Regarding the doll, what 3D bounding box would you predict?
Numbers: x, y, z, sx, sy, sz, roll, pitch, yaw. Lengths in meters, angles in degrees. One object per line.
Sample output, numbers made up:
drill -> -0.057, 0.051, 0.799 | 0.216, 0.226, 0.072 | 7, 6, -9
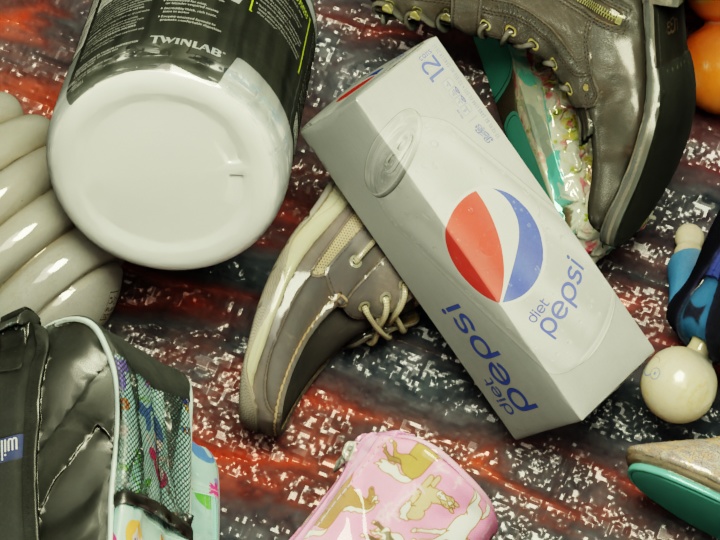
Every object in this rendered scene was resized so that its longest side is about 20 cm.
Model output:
doll -> 0.202, -0.012, 1.318 | 0.048, 0.136, 0.201 | 29, 85, -29

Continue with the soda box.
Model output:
soda box -> 0.059, -0.015, 1.302 | 0.063, 0.068, 0.201 | -39, 98, -30

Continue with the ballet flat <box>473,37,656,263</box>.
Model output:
ballet flat -> 0.104, -0.099, 1.380 | 0.063, 0.076, 0.201 | -15, 80, -14

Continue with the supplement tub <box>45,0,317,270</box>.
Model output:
supplement tub -> -0.087, -0.101, 1.314 | 0.121, 0.123, 0.201 | 5, 34, 3

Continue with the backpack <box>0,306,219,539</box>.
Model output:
backpack -> -0.157, 0.146, 1.226 | 0.177, 0.151, 0.201 | -21, 50, 24

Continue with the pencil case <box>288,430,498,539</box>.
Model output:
pencil case -> -0.018, 0.175, 1.274 | 0.086, 0.083, 0.200 | 30, 74, 27

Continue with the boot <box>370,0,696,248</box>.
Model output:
boot -> 0.086, -0.124, 1.315 | 0.173, 0.069, 0.202 | 13, 100, 22

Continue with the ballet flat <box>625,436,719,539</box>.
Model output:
ballet flat -> 0.231, 0.123, 1.300 | 0.199, 0.068, 0.068 | 30, 69, 1

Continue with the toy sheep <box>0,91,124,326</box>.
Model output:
toy sheep -> -0.188, -0.015, 1.324 | 0.138, 0.138, 0.200 | -42, 88, -13

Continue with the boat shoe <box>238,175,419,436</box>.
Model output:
boat shoe -> 0.000, 0.000, 1.340 | 0.073, 0.075, 0.201 | 24, 74, 10

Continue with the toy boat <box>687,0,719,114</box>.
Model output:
toy boat -> 0.200, -0.150, 1.380 | 0.198, 0.131, 0.132 | -1, 100, 1
